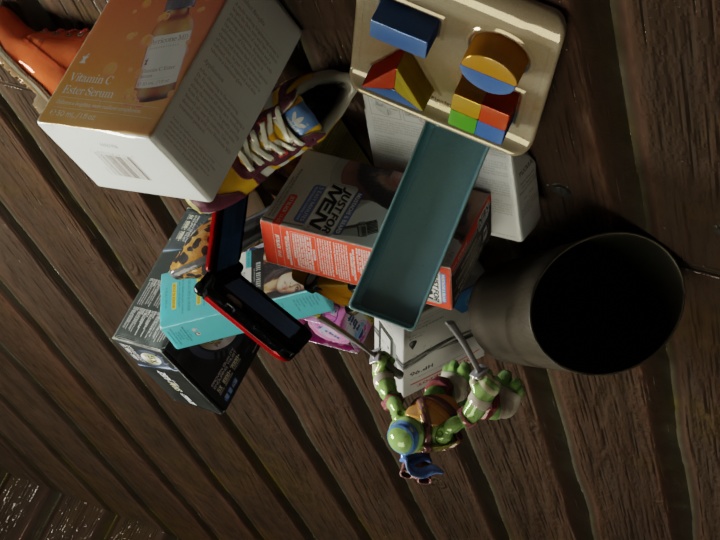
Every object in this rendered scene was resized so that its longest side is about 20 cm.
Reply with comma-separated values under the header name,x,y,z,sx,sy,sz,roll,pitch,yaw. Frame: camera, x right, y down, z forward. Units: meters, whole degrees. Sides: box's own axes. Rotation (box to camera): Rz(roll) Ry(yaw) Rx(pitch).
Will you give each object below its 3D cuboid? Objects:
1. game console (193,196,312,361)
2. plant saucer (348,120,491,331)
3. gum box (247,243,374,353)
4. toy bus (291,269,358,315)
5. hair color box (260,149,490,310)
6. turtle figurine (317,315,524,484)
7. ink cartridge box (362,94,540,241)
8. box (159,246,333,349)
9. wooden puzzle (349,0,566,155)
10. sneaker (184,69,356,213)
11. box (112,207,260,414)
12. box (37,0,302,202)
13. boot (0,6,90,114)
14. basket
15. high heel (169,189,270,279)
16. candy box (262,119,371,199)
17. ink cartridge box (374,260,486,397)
name,x,y,z,sx,sy,sz,roll,pitch,yaw
game console,-0.097,-0.010,1.689,0.172,0.119,0.200,39,-174,1
plant saucer,0.058,-0.044,1.529,0.070,0.200,0.019,20,173,20
gum box,-0.074,0.016,1.969,0.200,0.114,0.066,13,155,30
toy bus,0.000,0.000,1.716,0.065,0.078,0.200,29,167,-23
hair color box,0.016,-0.042,1.606,0.200,0.111,0.064,15,139,18
turtle figurine,0.088,0.109,1.723,0.144,0.200,0.194,-25,171,28
ink cartridge box,0.087,-0.128,1.597,0.162,0.057,0.200,15,135,26
box,-0.133,0.025,1.912,0.200,0.082,0.049,-15,142,14
wooden puzzle,0.075,-0.182,1.437,0.185,0.046,0.200,24,152,8
sneaker,-0.088,-0.130,1.563,0.075,0.200,0.090,52,152,-14
box,-0.194,0.050,2.061,0.086,0.200,0.164,13,154,34
box,-0.176,-0.180,1.532,0.152,0.200,0.106,9,153,37
boot,-0.324,-0.231,1.761,0.200,0.107,0.075,46,-174,19
basket,0.205,0.038,1.688,0.200,0.180,0.136,-9,99,68
high heel,-0.169,-0.038,1.891,0.072,0.142,0.200,63,168,-10
candy box,-0.046,-0.102,1.758,0.116,0.057,0.200,10,152,33
ink cartridge box,0.080,0.066,1.853,0.068,0.116,0.200,55,162,30
